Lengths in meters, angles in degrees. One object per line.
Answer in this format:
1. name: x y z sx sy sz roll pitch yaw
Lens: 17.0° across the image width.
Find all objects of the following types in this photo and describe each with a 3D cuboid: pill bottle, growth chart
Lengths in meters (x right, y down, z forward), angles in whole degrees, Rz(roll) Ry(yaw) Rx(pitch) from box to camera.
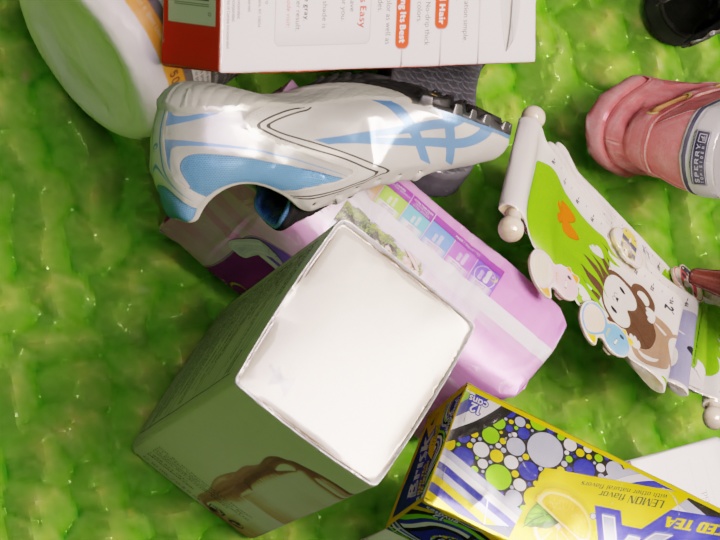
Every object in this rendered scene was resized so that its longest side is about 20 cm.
1. pill bottle: -0.075 -0.168 1.286 0.200 0.116 0.117 -37 92 -23
2. growth chart: 0.140 0.001 1.312 0.200 0.018 0.145 43 31 -27

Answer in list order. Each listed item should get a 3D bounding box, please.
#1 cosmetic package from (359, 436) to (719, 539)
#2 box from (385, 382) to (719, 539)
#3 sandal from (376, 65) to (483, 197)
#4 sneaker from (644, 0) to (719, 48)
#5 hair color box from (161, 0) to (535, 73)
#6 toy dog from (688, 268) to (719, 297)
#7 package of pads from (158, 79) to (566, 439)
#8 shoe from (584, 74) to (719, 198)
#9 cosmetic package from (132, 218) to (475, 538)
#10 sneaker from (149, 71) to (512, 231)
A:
1. cosmetic package: 0.109 0.169 1.293 0.199 0.081 0.114 -14 81 -23
2. box: 0.120 0.137 1.226 0.199 0.064 0.070 26 66 -8
3. sandal: 0.036 -0.114 1.329 0.076 0.043 0.201 27 45 -10
4. sneaker: 0.240 -0.184 1.412 0.199 0.104 0.060 -34 92 -23
5. hair color box: -0.003 -0.160 1.229 0.199 0.064 0.112 -5 101 -34
6. toy dog: 0.263 -0.012 1.373 0.096 0.133 0.200 30 34 26
7. package of pads: 0.000 0.000 1.271 0.200 0.120 0.076 39 62 -8
8. shoe: 0.215 -0.087 1.399 0.200 0.091 0.072 -16 116 -50
9. cosmetic package: -0.033 0.060 1.201 0.087 0.200 0.104 37 69 -7
10. sneaker: -0.015 -0.058 1.184 0.199 0.072 0.073 -4 107 -32
